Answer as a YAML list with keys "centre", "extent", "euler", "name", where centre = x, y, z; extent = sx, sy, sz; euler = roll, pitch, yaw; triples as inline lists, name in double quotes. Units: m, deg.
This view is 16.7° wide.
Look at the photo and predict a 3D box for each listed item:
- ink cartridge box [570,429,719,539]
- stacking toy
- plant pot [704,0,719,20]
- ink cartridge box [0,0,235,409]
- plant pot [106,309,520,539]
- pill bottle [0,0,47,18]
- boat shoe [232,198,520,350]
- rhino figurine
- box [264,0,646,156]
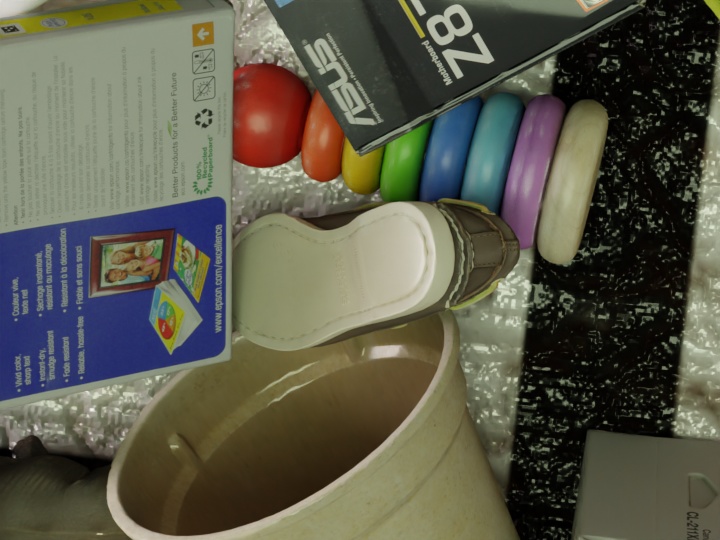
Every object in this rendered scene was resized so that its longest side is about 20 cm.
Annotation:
- centre: [0.145, 0.203, 1.297]
  extent: [0.083, 0.146, 0.200]
  euler: [7, 109, 5]
  name: "ink cartridge box"
- centre: [0.022, -0.067, 1.254]
  extent: [0.200, 0.085, 0.085]
  euler: [14, 110, 6]
  name: "stacking toy"
- centre: [0.245, -0.171, 1.134]
  extent: [0.199, 0.200, 0.182]
  euler: [-27, 113, 13]
  name: "plant pot"
- centre: [-0.158, -0.030, 1.210]
  extent: [0.200, 0.047, 0.198]
  euler: [-10, 120, -24]
  name: "ink cartridge box"
- centre: [-0.001, 0.138, 1.277]
  extent: [0.200, 0.200, 0.184]
  euler: [-24, 117, 13]
  name: "plant pot"
- centre: [-0.188, -0.231, 1.189]
  extent: [0.112, 0.112, 0.200]
  euler: [-32, 104, 15]
  name: "pill bottle"
- centre: [0.000, 0.000, 1.241]
  extent: [0.060, 0.200, 0.072]
  euler: [-4, 85, -35]
  name: "boat shoe"
- centre: [-0.194, 0.128, 1.330]
  extent: [0.200, 0.087, 0.060]
  euler: [-1, 106, 16]
  name: "rhino figurine"
- centre: [0.020, -0.178, 1.158]
  extent: [0.161, 0.049, 0.200]
  euler: [-26, 106, 16]
  name: "box"
